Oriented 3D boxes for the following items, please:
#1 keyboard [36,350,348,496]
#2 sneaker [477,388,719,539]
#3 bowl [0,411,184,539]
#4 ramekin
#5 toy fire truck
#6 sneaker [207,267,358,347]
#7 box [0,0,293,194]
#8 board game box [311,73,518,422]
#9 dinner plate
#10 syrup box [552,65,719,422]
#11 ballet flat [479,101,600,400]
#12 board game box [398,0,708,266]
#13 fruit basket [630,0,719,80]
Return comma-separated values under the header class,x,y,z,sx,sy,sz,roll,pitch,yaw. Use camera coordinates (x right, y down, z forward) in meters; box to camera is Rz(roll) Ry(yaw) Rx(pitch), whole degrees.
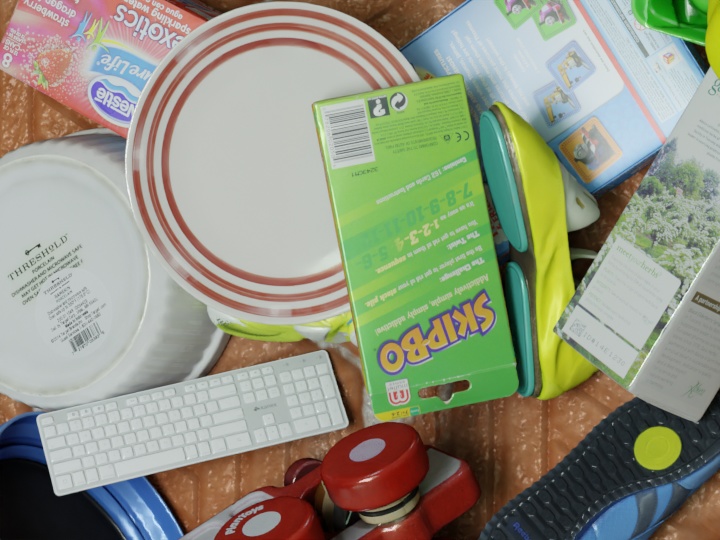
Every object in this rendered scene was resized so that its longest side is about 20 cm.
class,x,y,z,sx,sy,sz,roll,pitch,yaw
keyboard,-0.109,0.099,1.421,0.198,0.011,0.057,-12,63,-15
sneaker,0.162,0.144,1.365,0.200,0.079,0.066,-37,52,-1
bowl,-0.180,0.187,1.405,0.039,0.200,0.202,-36,79,22
ramekin,-0.188,0.002,1.464,0.198,0.105,0.202,0,90,20
toy fire truck,-0.032,0.166,1.363,0.168,0.199,0.113,18,136,57
sneaker,0.000,0.000,1.411,0.198,0.076,0.106,8,81,9
box,-0.128,-0.133,1.443,0.199,0.100,0.096,29,100,17
board game box,0.035,-0.013,1.344,0.095,0.030,0.202,-11,93,-3
dinner plate,-0.048,-0.067,1.359,0.198,0.024,0.202,-1,99,-6
syrup box,0.210,-0.020,1.310,0.079,0.081,0.201,39,101,45
ballet flat,0.117,-0.015,1.348,0.066,0.067,0.202,-14,114,-11
board game box,0.112,-0.111,1.386,0.199,0.037,0.152,-34,80,17
fruit basket,0.257,-0.170,1.245,0.214,0.215,0.157,20,97,19
